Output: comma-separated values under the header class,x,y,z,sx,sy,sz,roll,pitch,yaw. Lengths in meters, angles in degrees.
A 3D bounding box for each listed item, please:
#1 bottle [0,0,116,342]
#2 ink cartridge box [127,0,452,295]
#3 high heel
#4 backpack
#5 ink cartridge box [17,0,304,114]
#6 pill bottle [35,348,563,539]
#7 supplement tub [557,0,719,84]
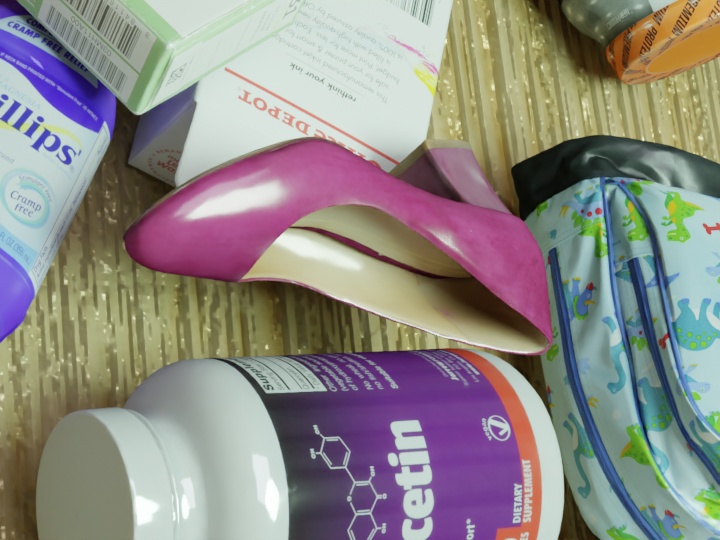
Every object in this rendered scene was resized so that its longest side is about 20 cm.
class,x,y,z,sx,sy,sz,roll,pitch,yaw
bottle,-0.142,-0.062,0.842,0.083,0.065,0.201,31,53,-14
ink cartridge box,-0.030,-0.083,0.934,0.115,0.068,0.201,27,55,-23
high heel,0.000,0.000,0.826,0.199,0.067,0.097,-12,68,-41
backpack,0.158,0.047,0.974,0.162,0.153,0.202,20,67,-32
ink cartridge box,-0.071,-0.164,0.876,0.145,0.048,0.200,43,46,11
pill bottle,-0.023,0.090,0.828,0.199,0.112,0.113,-1,69,-37
supplement tub,0.140,-0.207,1.084,0.122,0.122,0.201,-13,76,-40
